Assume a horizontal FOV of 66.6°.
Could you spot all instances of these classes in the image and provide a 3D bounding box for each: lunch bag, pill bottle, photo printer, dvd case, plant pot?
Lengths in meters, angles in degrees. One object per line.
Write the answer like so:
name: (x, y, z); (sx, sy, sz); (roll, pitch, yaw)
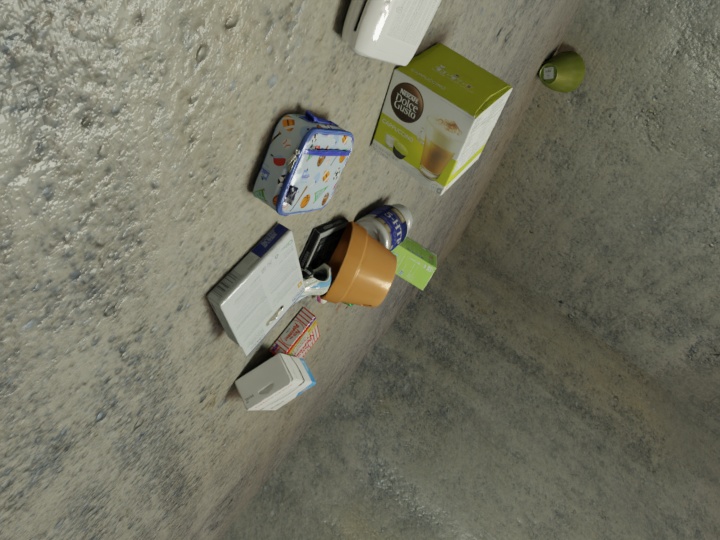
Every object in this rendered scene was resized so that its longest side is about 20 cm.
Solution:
lunch bag: (-0.088, -0.176, 0.900); (0.162, 0.075, 0.200); (-62, 167, 20)
pill bottle: (0.065, -0.114, 1.514); (0.200, 0.119, 0.121); (-39, 160, -53)
photo printer: (0.052, -0.406, 0.840); (0.168, 0.069, 0.199); (-61, 166, 26)
dvd case: (-0.106, -0.026, 1.316); (0.202, 0.025, 0.150); (-61, 167, 27)
plant pot: (0.000, 0.000, 1.340); (0.200, 0.138, 0.204); (-157, -90, -78)
plant pot: (0.930, -0.934, 2.590); (0.198, 0.187, 0.189); (-21, 148, -41)

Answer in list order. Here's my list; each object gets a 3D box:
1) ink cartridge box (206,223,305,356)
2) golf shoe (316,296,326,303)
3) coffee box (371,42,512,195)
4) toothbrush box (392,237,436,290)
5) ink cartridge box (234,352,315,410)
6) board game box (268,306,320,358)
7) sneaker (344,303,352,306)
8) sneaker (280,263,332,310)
ink cartridge box: (-0.192, 0.041, 1.063); (0.197, 0.043, 0.202); (-50, 157, -26)
golf shoe: (-0.041, 0.020, 1.527); (0.201, 0.091, 0.075); (-52, 169, -10)
coffee box: (0.172, -0.330, 1.183); (0.200, 0.198, 0.200); (-42, 162, -40)
toothbrush box: (0.130, -0.046, 1.677); (0.087, 0.198, 0.146); (-57, -176, 19)
ink cartridge box: (-0.219, 0.296, 1.442); (0.143, 0.085, 0.200); (-33, 162, 3)
board game box: (-0.183, 0.204, 1.559); (0.152, 0.046, 0.201); (-51, 167, -17)
sneaker: (-0.013, 0.026, 1.657); (0.074, 0.083, 0.202); (-39, 159, -48)
sneaker: (-0.142, 0.032, 1.202); (0.198, 0.071, 0.074); (-21, 131, -45)
